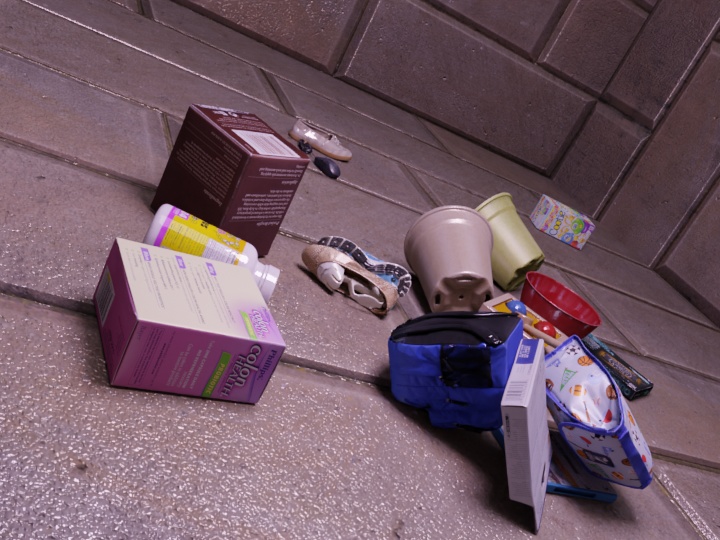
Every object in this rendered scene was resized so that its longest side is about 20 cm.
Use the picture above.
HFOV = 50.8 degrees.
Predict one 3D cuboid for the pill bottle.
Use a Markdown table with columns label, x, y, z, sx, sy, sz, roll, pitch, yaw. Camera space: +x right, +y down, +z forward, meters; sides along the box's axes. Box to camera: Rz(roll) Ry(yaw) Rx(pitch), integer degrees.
| label | x | y | z | sx | sy | sz | roll | pitch | yaw |
| --- | --- | --- | --- | --- | --- | --- | --- | --- | --- |
| pill bottle | -0.222 | -0.010 | 1.120 | 0.197 | 0.106 | 0.105 | 26 | 21 | -11 |

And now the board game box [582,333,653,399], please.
| label | x | y | z | sx | sy | sz | roll | pitch | yaw |
| --- | --- | --- | --- | --- | --- | --- | --- | --- | --- |
| board game box | 0.581 | 0.220 | 1.776 | 0.134 | 0.029 | 0.200 | 3 | 33 | -51 |

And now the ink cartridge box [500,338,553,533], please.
| label | x | y | z | sx | sy | sz | roll | pitch | yaw |
| --- | --- | --- | --- | --- | --- | --- | --- | --- | --- |
| ink cartridge box | 0.243 | 0.233 | 1.099 | 0.040 | 0.205 | 0.200 | -2 | 20 | 21 |

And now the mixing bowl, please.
| label | x | y | z | sx | sy | sz | roll | pitch | yaw |
| --- | --- | --- | --- | --- | --- | --- | --- | --- | --- |
| mixing bowl | 0.437 | 0.105 | 1.731 | 0.197 | 0.110 | 0.201 | 26 | 22 | -11 |

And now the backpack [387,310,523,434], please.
| label | x | y | z | sx | sy | sz | roll | pitch | yaw |
| --- | --- | --- | --- | --- | --- | --- | --- | --- | --- |
| backpack | 0.140 | 0.152 | 1.161 | 0.195 | 0.172 | 0.162 | 2 | 7 | 22 |

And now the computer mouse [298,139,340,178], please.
| label | x | y | z | sx | sy | sz | roll | pitch | yaw |
| --- | --- | --- | --- | --- | --- | --- | --- | --- | --- |
| computer mouse | -0.111 | -0.309 | 2.039 | 0.058 | 0.034 | 0.200 | 7 | 31 | -44 |

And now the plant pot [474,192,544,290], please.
| label | x | y | z | sx | sy | sz | roll | pitch | yaw |
| --- | --- | --- | --- | --- | --- | --- | --- | --- | --- |
| plant pot | 0.362 | -0.059 | 1.924 | 0.185 | 0.201 | 0.199 | 51 | 28 | 22 |

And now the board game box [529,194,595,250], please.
| label | x | y | z | sx | sy | sz | roll | pitch | yaw |
| --- | --- | --- | --- | --- | --- | --- | --- | --- | --- |
| board game box | 0.734 | -0.176 | 2.764 | 0.197 | 0.106 | 0.104 | 23 | 22 | -16 |

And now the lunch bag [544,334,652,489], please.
| label | x | y | z | sx | sy | sz | roll | pitch | yaw |
| --- | --- | --- | --- | --- | --- | --- | --- | --- | --- |
| lunch bag | 0.376 | 0.238 | 1.215 | 0.171 | 0.123 | 0.201 | 53 | 1 | -35 |

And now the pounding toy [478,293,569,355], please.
| label | x | y | z | sx | sy | sz | roll | pitch | yaw |
| --- | --- | --- | --- | --- | --- | --- | --- | --- | --- |
| pounding toy | 0.310 | 0.132 | 1.453 | 0.183 | 0.144 | 0.199 | 37 | 22 | 21 |

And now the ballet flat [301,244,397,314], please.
| label | x | y | z | sx | sy | sz | roll | pitch | yaw |
| --- | --- | --- | --- | --- | --- | --- | --- | --- | --- |
| ballet flat | -0.021 | 0.018 | 1.382 | 0.197 | 0.071 | 0.066 | 25 | 32 | -5 |

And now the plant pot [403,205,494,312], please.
| label | x | y | z | sx | sy | sz | roll | pitch | yaw |
| --- | --- | --- | --- | --- | --- | --- | --- | --- | --- |
| plant pot | 0.194 | 0.003 | 1.564 | 0.197 | 0.202 | 0.185 | 22 | 34 | -19 |

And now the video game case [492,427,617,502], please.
| label | x | y | z | sx | sy | sz | roll | pitch | yaw |
| --- | --- | --- | --- | --- | --- | --- | --- | --- | --- |
| video game case | 0.313 | 0.309 | 1.237 | 0.197 | 0.018 | 0.144 | 18 | 25 | -30 |

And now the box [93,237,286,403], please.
| label | x | y | z | sx | sy | sz | roll | pitch | yaw |
| --- | --- | --- | --- | --- | --- | --- | --- | --- | --- |
| box | -0.221 | 0.064 | 0.966 | 0.197 | 0.098 | 0.177 | 14 | 26 | -35 |

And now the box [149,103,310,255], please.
| label | x | y | z | sx | sy | sz | roll | pitch | yaw |
| --- | --- | --- | --- | --- | --- | --- | --- | --- | --- |
| box | -0.223 | -0.149 | 1.296 | 0.163 | 0.203 | 0.165 | 38 | 22 | 24 |

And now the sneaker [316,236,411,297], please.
| label | x | y | z | sx | sy | sz | roll | pitch | yaw |
| --- | --- | --- | --- | --- | --- | --- | --- | --- | --- |
| sneaker | 0.000 | 0.000 | 1.470 | 0.197 | 0.080 | 0.090 | 26 | -3 | -2 |

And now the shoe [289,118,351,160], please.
| label | x | y | z | sx | sy | sz | roll | pitch | yaw |
| --- | --- | --- | --- | --- | --- | --- | --- | --- | --- |
| shoe | -0.105 | -0.368 | 2.151 | 0.197 | 0.054 | 0.070 | 21 | 23 | -23 |
